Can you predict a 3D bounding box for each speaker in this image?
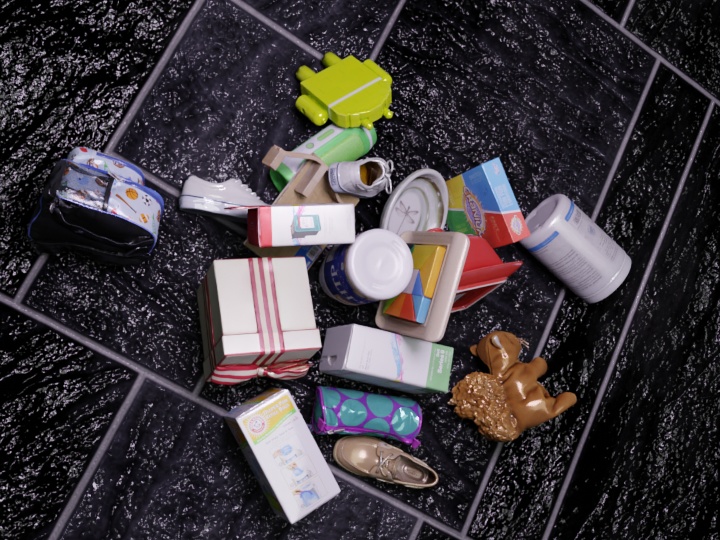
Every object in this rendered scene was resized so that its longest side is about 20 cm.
[{"bbox_3d":[-0.067,-0.210,1.571,0.200,0.088,0.089,-38,98,-21],"label":"speaker"}]

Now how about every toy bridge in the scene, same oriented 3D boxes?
[{"bbox_3d":[-0.084,-0.158,1.480,0.200,0.027,0.067,38,83,-45],"label":"toy bridge"}]

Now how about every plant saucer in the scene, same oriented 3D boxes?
[{"bbox_3d":[0.088,-0.097,1.606,0.200,0.050,0.201,-29,130,-42],"label":"plant saucer"}]

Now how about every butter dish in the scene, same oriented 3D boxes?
[{"bbox_3d":[0.156,-0.009,1.577,0.199,0.200,0.148,-11,71,-36],"label":"butter dish"}]

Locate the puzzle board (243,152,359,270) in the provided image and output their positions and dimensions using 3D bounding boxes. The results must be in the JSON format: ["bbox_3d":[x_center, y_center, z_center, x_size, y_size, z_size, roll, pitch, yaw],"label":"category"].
[{"bbox_3d":[-0.103,-0.090,1.529,0.200,0.017,0.151,-54,135,-6],"label":"puzzle board"}]

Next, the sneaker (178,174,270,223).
[{"bbox_3d":[-0.215,-0.125,1.511,0.199,0.073,0.071,10,82,-20],"label":"sneaker"}]

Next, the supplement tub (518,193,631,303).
[{"bbox_3d":[0.426,-0.044,1.720,0.200,0.132,0.132,41,71,-12],"label":"supplement tub"}]

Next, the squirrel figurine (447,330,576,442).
[{"bbox_3d":[0.267,0.215,1.626,0.200,0.142,0.187,-27,87,-24],"label":"squirrel figurine"}]

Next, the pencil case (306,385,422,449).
[{"bbox_3d":[0.010,0.263,1.541,0.199,0.085,0.093,10,45,-20],"label":"pencil case"}]

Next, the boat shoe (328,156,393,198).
[{"bbox_3d":[0.023,-0.173,1.548,0.202,0.086,0.075,-4,89,-66],"label":"boat shoe"}]

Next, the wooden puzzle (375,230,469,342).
[{"bbox_3d":[0.096,0.020,1.468,0.037,0.200,0.186,19,85,-28],"label":"wooden puzzle"}]

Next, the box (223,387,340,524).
[{"bbox_3d":[-0.136,0.310,1.466,0.101,0.112,0.200,-29,95,-20],"label":"box"}]

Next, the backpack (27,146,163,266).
[{"bbox_3d":[-0.416,-0.092,1.380,0.190,0.200,0.155,25,62,-20],"label":"backpack"}]

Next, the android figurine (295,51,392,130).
[{"bbox_3d":[-0.024,-0.325,1.573,0.182,0.041,0.200,-35,59,-22],"label":"android figurine"}]

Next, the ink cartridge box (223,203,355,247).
[{"bbox_3d":[-0.119,-0.076,1.419,0.199,0.116,0.068,-3,95,-15],"label":"ink cartridge box"}]

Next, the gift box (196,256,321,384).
[{"bbox_3d":[-0.171,0.097,1.447,0.184,0.200,0.187,-4,69,-18],"label":"gift box"}]

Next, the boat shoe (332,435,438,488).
[{"bbox_3d":[0.048,0.346,1.559,0.199,0.064,0.072,19,77,-18],"label":"boat shoe"}]

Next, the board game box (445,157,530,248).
[{"bbox_3d":[0.222,-0.113,1.612,0.040,0.200,0.153,-23,91,-22],"label":"board game box"}]

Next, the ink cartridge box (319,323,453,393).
[{"bbox_3d":[0.043,0.160,1.537,0.199,0.145,0.088,13,78,-19],"label":"ink cartridge box"}]

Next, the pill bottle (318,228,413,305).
[{"bbox_3d":[0.000,0.000,1.510,0.119,0.200,0.120,3,82,-21],"label":"pill bottle"}]
